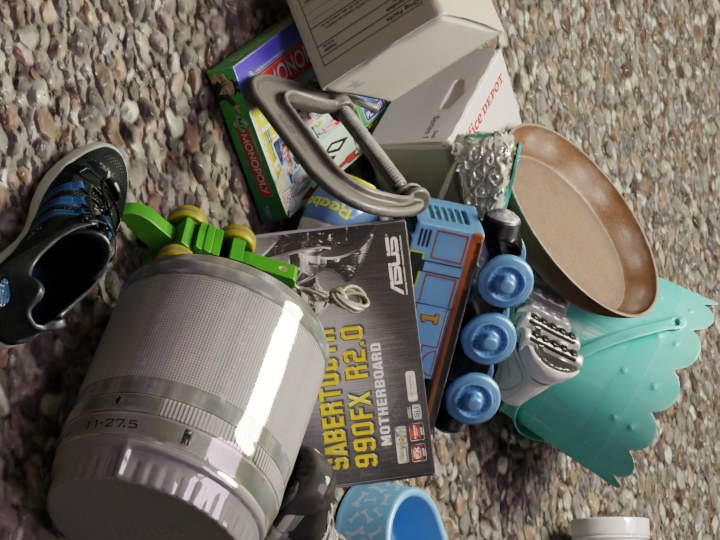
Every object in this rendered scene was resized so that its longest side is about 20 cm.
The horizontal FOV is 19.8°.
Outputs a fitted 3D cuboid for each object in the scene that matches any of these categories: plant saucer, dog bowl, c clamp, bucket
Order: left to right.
[{"bbox_3d":[-0.006,-0.102,1.638,0.171,0.027,0.200,17,29,-40],"label":"c clamp"},{"bbox_3d":[0.041,0.272,1.757,0.111,0.049,0.201,-38,115,-53],"label":"dog bowl"},{"bbox_3d":[0.185,-0.038,1.814,0.200,0.034,0.201,36,34,-29],"label":"plant saucer"},{"bbox_3d":[0.227,0.086,1.923,0.208,0.134,0.207,-62,176,-7],"label":"bucket"}]

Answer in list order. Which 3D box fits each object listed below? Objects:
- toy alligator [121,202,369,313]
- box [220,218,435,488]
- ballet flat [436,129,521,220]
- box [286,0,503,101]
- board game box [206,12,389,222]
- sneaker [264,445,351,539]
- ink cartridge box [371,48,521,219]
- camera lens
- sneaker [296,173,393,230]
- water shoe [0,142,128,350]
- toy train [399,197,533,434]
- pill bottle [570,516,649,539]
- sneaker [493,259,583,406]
[{"bbox_3d":[-0.094,0.006,1.546,0.199,0.054,0.059,22,40,-11],"label":"toy alligator"},{"bbox_3d":[-0.032,0.068,1.596,0.048,0.158,0.201,161,-77,-82],"label":"box"},{"bbox_3d":[0.090,-0.029,1.743,0.072,0.072,0.201,-30,134,-55],"label":"ballet flat"},{"bbox_3d":[0.010,-0.257,1.693,0.109,0.128,0.201,3,62,-58],"label":"box"},{"bbox_3d":[-0.046,-0.143,1.727,0.200,0.029,0.135,-45,121,-51],"label":"board game box"},{"bbox_3d":[-0.023,0.198,1.522,0.115,0.200,0.075,25,61,-8],"label":"sneaker"},{"bbox_3d":[0.090,-0.078,1.842,0.145,0.084,0.200,-61,143,-42],"label":"ink cartridge box"},{"bbox_3d":[-0.118,0.101,1.448,0.160,0.160,0.200,51,44,-38],"label":"camera lens"},{"bbox_3d":[0.000,0.000,1.730,0.082,0.074,0.200,-60,141,-22],"label":"sneaker"},{"bbox_3d":[-0.195,-0.017,1.429,0.072,0.079,0.200,60,39,-30],"label":"water shoe"},{"bbox_3d":[0.069,0.038,1.684,0.087,0.114,0.201,-95,-162,-68],"label":"toy train"},{"bbox_3d":[0.244,0.341,1.994,0.112,0.112,0.201,15,72,-55],"label":"pill bottle"},{"bbox_3d":[0.148,0.035,1.809,0.075,0.081,0.200,29,39,-15],"label":"sneaker"}]
